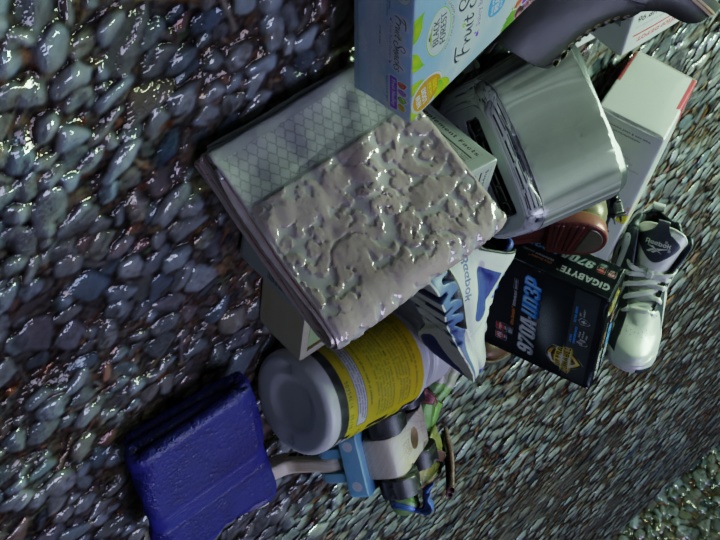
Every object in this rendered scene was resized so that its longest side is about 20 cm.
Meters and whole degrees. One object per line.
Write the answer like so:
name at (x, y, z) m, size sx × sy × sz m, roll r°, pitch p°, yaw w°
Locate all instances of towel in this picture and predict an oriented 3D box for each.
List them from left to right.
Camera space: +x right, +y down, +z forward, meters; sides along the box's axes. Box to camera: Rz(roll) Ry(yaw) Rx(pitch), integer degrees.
towel at (-0.161, 0.198, 1.386) m, size 0.147 × 0.049 × 0.201 m, roll -34°, pitch 144°, yaw -23°
towel at (-0.004, -0.063, 1.121) m, size 0.199 × 0.192 × 0.032 m, roll -35°, pitch 175°, yaw -27°

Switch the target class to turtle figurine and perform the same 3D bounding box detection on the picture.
turtle figurine at (0.037, 0.185, 1.690) m, size 0.143 × 0.199 × 0.195 m, roll 28°, pitch 83°, yaw -40°

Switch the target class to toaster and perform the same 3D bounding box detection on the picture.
toaster at (0.163, -0.116, 1.323) m, size 0.128 × 0.202 × 0.113 m, roll -25°, pitch -175°, yaw -26°

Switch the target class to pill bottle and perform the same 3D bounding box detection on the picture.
pill bottle at (-0.001, 0.106, 1.459) m, size 0.199 × 0.114 × 0.115 m, roll -23°, pitch 147°, yaw -41°

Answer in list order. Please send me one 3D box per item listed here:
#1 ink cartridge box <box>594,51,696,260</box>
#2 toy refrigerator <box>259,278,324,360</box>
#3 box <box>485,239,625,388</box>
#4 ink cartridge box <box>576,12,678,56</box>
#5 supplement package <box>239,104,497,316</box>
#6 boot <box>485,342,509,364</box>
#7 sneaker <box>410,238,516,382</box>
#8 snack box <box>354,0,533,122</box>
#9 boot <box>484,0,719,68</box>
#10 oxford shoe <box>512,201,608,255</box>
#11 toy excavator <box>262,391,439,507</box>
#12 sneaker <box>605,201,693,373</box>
ink cartridge box at (0.294, -0.125, 1.585) m, size 0.148 × 0.085 × 0.201 m, roll -53°, pitch 165°, yaw -46°
toy refrigerator at (0.000, 0.000, 1.359) m, size 0.199 × 0.070 × 0.076 m, roll -32°, pitch 152°, yaw -29°
box at (0.197, 0.035, 1.509) m, size 0.046 × 0.158 × 0.201 m, roll -57°, pitch 162°, yaw -27°
ink cartridge box at (0.287, -0.297, 1.386) m, size 0.116 × 0.068 × 0.201 m, roll -32°, pitch 152°, yaw -30°
supplement package at (0.008, -0.056, 1.234) m, size 0.199 × 0.114 × 0.110 m, roll -27°, pitch 148°, yaw -35°
boot at (0.226, 0.013, 1.703) m, size 0.186 × 0.064 × 0.200 m, roll -43°, pitch 175°, yaw -43°
sneaker at (0.110, 0.020, 1.380) m, size 0.115 × 0.080 × 0.200 m, roll -44°, pitch 146°, yaw -15°
snack box at (0.079, -0.243, 1.101) m, size 0.200 × 0.067 × 0.169 m, roll -45°, pitch 157°, yaw -25°
boot at (0.217, -0.232, 1.267) m, size 0.198 × 0.078 × 0.139 m, roll 20°, pitch 106°, yaw -20°
oxford shoe at (0.156, -0.070, 1.423) m, size 0.071 × 0.198 × 0.075 m, roll 106°, pitch -4°, yaw -55°
toy excavator at (-0.033, 0.208, 1.546) m, size 0.194 × 0.198 × 0.101 m, roll -45°, pitch 123°, yaw -61°
sneaker at (0.324, 0.007, 1.576) m, size 0.130 × 0.079 × 0.200 m, roll 100°, pitch 11°, yaw -51°
